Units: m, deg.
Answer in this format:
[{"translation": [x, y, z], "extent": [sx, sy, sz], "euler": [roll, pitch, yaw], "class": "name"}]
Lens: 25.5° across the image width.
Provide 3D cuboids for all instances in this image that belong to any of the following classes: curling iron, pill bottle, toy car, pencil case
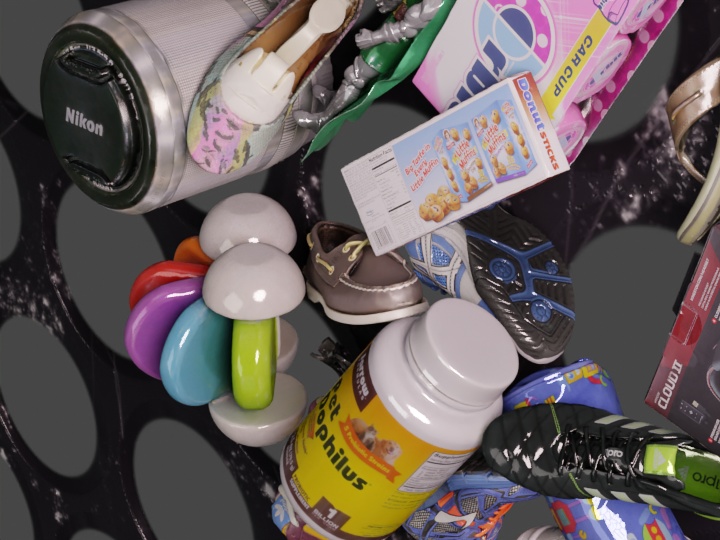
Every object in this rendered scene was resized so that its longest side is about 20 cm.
[{"translation": [0.010, 0.118, 1.305], "extent": [0.026, 0.050, 0.200], "euler": [-46, 42, 7], "class": "curling iron"}, {"translation": [0.030, 0.109, 1.162], "extent": [0.109, 0.109, 0.200], "euler": [52, 130, 16], "class": "pill bottle"}, {"translation": [-0.123, 0.042, 1.333], "extent": [0.200, 0.149, 0.176], "euler": [-103, 12, -58], "class": "toy car"}, {"translation": [0.180, 0.160, 1.156], "extent": [0.201, 0.087, 0.078], "euler": [63, 165, 7], "class": "pencil case"}]

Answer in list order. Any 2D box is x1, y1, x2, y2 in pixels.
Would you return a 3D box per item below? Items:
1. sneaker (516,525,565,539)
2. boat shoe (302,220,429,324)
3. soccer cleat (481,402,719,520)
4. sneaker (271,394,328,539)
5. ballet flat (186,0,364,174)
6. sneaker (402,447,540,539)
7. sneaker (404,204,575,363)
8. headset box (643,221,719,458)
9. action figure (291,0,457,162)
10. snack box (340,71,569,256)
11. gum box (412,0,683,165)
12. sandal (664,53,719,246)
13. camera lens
[{"translation": [0.184, 0.286, 1.210], "extent": [0.082, 0.075, 0.201], "euler": [-32, 83, 51], "class": "sneaker"}, {"translation": [0.000, 0.000, 1.244], "extent": [0.200, 0.072, 0.060], "euler": [-153, 56, -72], "class": "boat shoe"}, {"translation": [0.182, 0.127, 1.077], "extent": [0.081, 0.199, 0.068], "euler": [84, -163, -76], "class": "soccer cleat"}, {"translation": [-0.034, 0.187, 1.338], "extent": [0.075, 0.090, 0.201], "euler": [-109, 4, -48], "class": "sneaker"}, {"translation": [-0.059, -0.157, 1.182], "extent": [0.069, 0.200, 0.071], "euler": [42, 151, -12], "class": "ballet flat"}, {"translation": [0.096, 0.180, 1.271], "extent": [0.079, 0.075, 0.200], "euler": [58, 147, -3], "class": "sneaker"}, {"translation": [0.089, -0.007, 1.190], "extent": [0.200, 0.075, 0.077], "euler": [56, 146, 27], "class": "sneaker"}, {"translation": [0.280, 0.061, 1.004], "extent": [0.200, 0.075, 0.149], "euler": [37, 131, 30], "class": "headset box"}, {"translation": [0.027, -0.170, 1.160], "extent": [0.055, 0.118, 0.200], "euler": [40, 129, -10], "class": "action figure"}, {"translation": [0.061, -0.071, 1.116], "extent": [0.200, 0.024, 0.072], "euler": [-24, 87, 52], "class": "snack box"}, {"translation": [0.129, -0.164, 1.069], "extent": [0.114, 0.066, 0.200], "euler": [50, 137, 20], "class": "gum box"}, {"translation": [0.222, -0.115, 0.983], "extent": [0.057, 0.080, 0.202], "euler": [15, 110, 22], "class": "sandal"}, {"translation": [-0.141, -0.142, 1.266], "extent": [0.160, 0.200, 0.161], "euler": [23, 123, 39], "class": "camera lens"}]
